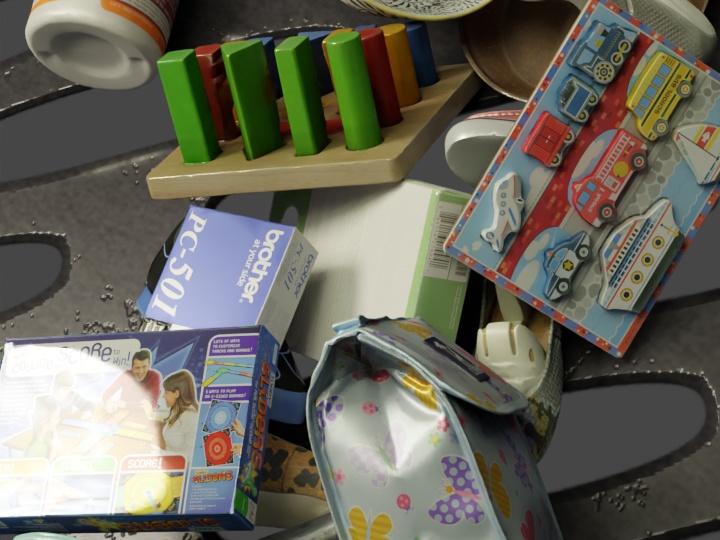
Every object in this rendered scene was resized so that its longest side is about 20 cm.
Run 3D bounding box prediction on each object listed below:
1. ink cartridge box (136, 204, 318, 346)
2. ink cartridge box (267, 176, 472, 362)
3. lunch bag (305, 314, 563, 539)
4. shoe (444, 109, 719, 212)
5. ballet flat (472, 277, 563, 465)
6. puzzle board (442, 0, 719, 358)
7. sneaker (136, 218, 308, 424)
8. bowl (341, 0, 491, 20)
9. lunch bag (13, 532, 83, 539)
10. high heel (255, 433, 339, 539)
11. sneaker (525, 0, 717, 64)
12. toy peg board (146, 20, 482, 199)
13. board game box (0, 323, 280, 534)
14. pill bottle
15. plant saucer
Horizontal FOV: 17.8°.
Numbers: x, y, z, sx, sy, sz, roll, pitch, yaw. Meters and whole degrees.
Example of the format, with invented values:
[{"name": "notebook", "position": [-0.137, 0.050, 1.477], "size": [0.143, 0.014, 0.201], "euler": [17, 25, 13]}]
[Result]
[{"name": "ink cartridge box", "position": [-0.110, 0.059, 1.598], "size": [0.093, 0.044, 0.201], "euler": [12, 70, 30]}, {"name": "ink cartridge box", "position": [0.000, 0.000, 1.639], "size": [0.199, 0.048, 0.147], "euler": [19, 99, 56]}, {"name": "lunch bag", "position": [0.048, 0.123, 1.459], "size": [0.126, 0.169, 0.201], "euler": [-23, 82, 13]}, {"name": "shoe", "position": [0.156, -0.097, 1.604], "size": [0.198, 0.072, 0.092], "euler": [9, 56, -8]}, {"name": "ballet flat", "position": [0.105, 0.037, 1.588], "size": [0.071, 0.072, 0.202], "euler": [-4, 61, 23]}, {"name": "puzzle board", "position": [0.167, -0.062, 1.548], "size": [0.201, 0.150, 0.017], "euler": [-59, 13, 3]}, {"name": "sneaker", "position": [-0.094, 0.034, 1.663], "size": [0.200, 0.070, 0.078], "euler": [39, 111, 42]}, {"name": "bowl", "position": [0.017, -0.267, 1.727], "size": [0.094, 0.200, 0.202], "euler": [-31, 39, 59]}, {"name": "lunch bag", "position": [-0.138, 0.234, 1.531], "size": [0.198, 0.161, 0.078], "euler": [4, 64, 28]}, {"name": "high heel", "position": [-0.038, 0.134, 1.619], "size": [0.141, 0.072, 0.201], "euler": [-15, 42, -8]}, {"name": "sneaker", "position": [0.183, -0.213, 1.653], "size": [0.200, 0.071, 0.080], "euler": [35, 55, 28]}, {"name": "toy peg board", "position": [-0.038, -0.140, 1.678], "size": [0.198, 0.099, 0.199], "euler": [-3, 23, 23]}, {"name": "board game box", "position": [-0.158, 0.108, 1.545], "size": [0.198, 0.034, 0.136], "euler": [-3, 63, 22]}, {"name": "pill bottle", "position": [-0.195, -0.259, 1.875], "size": [0.113, 0.114, 0.201], "euler": [1, 62, 26]}, {"name": "plant saucer", "position": [0.171, -0.200, 1.715], "size": [0.199, 0.037, 0.202], "euler": [-12, 59, 19]}]
